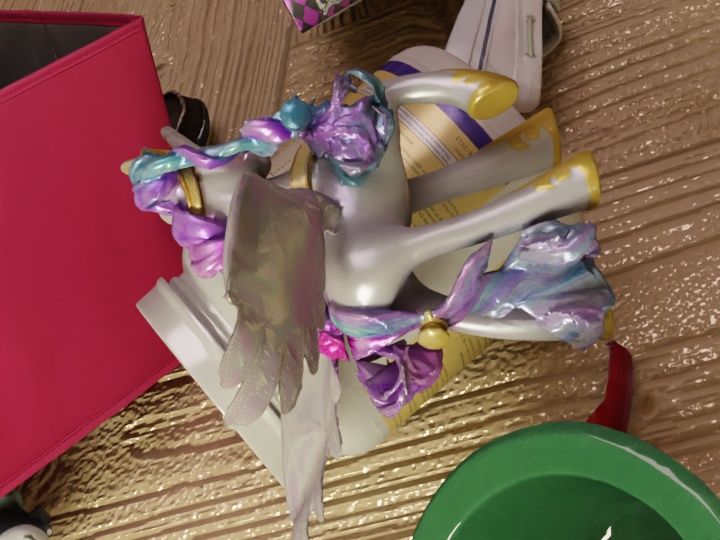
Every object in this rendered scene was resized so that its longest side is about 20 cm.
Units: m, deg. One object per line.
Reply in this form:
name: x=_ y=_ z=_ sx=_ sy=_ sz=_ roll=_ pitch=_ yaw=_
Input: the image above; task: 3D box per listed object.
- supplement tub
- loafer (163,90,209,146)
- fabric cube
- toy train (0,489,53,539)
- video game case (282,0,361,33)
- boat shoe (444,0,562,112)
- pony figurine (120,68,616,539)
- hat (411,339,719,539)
supplement tub: x=0.000 y=0.000 z=0.693 sx=0.199 sy=0.146 sz=0.145 roll=-40 pitch=38 yaw=-8
loafer: x=-0.194 y=-0.065 z=0.964 sx=0.199 sy=0.072 sz=0.073 roll=-40 pitch=38 yaw=-6
fabric cube: x=-0.227 y=-0.023 z=0.795 sx=0.198 sy=0.202 sz=0.196 roll=11 pitch=37 yaw=39
toy train: x=-0.257 y=0.152 z=0.781 sx=0.114 sy=0.086 sz=0.199 roll=-42 pitch=38 yaw=-26
video game case: x=0.031 y=-0.237 z=0.953 sx=0.180 sy=0.036 sz=0.200 roll=-29 pitch=16 yaw=8
boat shoe: x=0.095 y=-0.153 z=0.860 sx=0.066 sy=0.074 sz=0.201 roll=13 pitch=43 yaw=5
pony figurine: x=0.001 y=-0.001 z=0.560 sx=0.197 sy=0.168 sz=0.195 roll=-8 pitch=52 yaw=-2
hat: x=0.126 y=0.137 z=0.561 sx=0.164 sy=0.175 sz=0.204 roll=6 pitch=90 yaw=37
